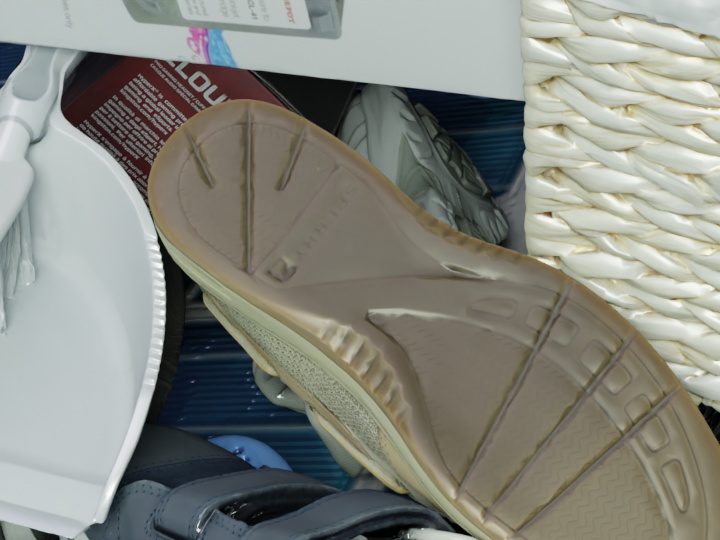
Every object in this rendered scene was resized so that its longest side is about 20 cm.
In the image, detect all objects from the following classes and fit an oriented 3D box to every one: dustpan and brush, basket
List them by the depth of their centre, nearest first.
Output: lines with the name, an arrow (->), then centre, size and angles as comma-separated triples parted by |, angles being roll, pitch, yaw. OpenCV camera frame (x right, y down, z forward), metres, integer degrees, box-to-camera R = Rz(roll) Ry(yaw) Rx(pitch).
basket -> 0.162, -0.067, 0.656 | 0.197, 0.162, 0.200 | 17, 47, 18
dustpan and brush -> -0.109, -0.023, 0.681 | 0.138, 0.058, 0.201 | 14, 38, 5

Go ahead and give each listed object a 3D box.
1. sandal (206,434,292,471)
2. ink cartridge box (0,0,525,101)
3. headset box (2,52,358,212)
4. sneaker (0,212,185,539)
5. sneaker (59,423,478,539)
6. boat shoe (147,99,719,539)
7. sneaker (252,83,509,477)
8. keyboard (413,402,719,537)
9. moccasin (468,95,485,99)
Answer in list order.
sandal -> -0.080, 0.112, 0.676 | 0.079, 0.088, 0.200 | -5, 33, 35
ink cartridge box -> -0.026, -0.135, 0.704 | 0.198, 0.086, 0.148 | 6, 42, 15
headset box -> -0.069, -0.073, 0.884 | 0.200, 0.077, 0.149 | -36, 21, 37
sneaker -> -0.139, 0.061, 0.755 | 0.115, 0.075, 0.202 | 14, 75, 53
sneaker -> -0.009, 0.088, 0.616 | 0.078, 0.080, 0.200 | -10, 40, -39
boat shoe -> 0.023, 0.030, 0.651 | 0.199, 0.065, 0.072 | 37, 72, 18
sneaker -> 0.000, 0.000, 0.803 | 0.099, 0.078, 0.200 | -37, 22, 11
keyboard -> 0.079, 0.051, 0.720 | 0.104, 0.040, 0.200 | -16, 25, 52
moccasin -> 0.054, -0.108, 0.931 | 0.068, 0.081, 0.200 | -14, 17, -10
